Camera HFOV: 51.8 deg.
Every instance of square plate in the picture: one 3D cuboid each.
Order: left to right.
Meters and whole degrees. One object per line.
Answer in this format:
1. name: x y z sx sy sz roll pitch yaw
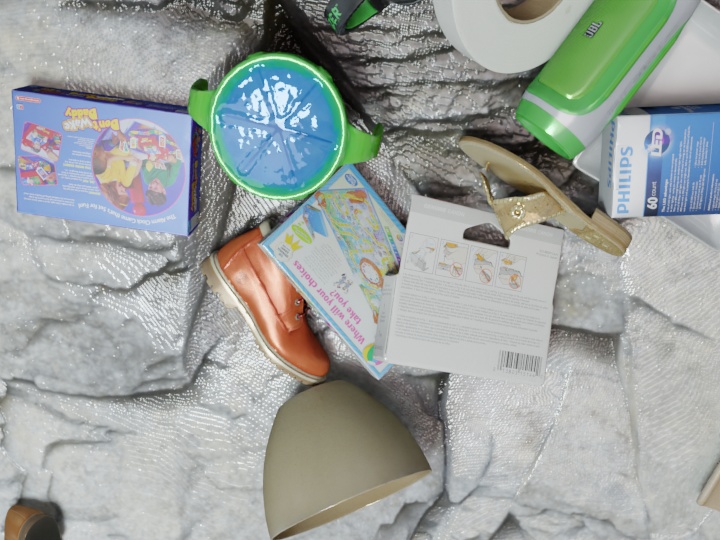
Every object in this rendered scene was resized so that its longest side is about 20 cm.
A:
1. square plate: 0.356 -0.150 0.778 0.198 0.029 0.200 28 109 -6

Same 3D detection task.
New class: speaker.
1. speaker: 0.238 -0.210 0.712 0.088 0.089 0.201 35 100 -9

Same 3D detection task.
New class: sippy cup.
1. sippy cup: -0.074 -0.154 0.751 0.139 0.131 0.178 -39 103 15

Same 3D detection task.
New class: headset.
1. headset: 0.040 -0.309 0.701 0.199 0.123 0.094 -39 95 -3

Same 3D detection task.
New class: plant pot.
1. plant pot: -0.032 0.209 0.865 0.198 0.200 0.136 -27 70 13

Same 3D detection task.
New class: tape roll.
1. tape roll: 0.154 -0.285 0.680 0.200 0.037 0.206 -21 132 -24

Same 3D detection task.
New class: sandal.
1. sandal: 0.180 -0.058 0.778 0.210 0.078 0.070 32 85 0

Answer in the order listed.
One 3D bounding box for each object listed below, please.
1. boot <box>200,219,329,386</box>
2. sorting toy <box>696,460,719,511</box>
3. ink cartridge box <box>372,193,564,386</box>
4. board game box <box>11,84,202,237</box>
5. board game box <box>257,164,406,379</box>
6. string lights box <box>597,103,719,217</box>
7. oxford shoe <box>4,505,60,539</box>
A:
1. boot: -0.082 0.039 0.854 0.107 0.075 0.201 -35 103 10
2. sorting toy: 0.531 0.234 0.903 0.196 0.037 0.188 18 110 -7
3. ink cartridge box: 0.122 0.025 0.820 0.196 0.045 0.180 11 86 -19
4. board game box: -0.278 -0.121 0.822 0.196 0.045 0.137 8 110 1
5. board game box: 0.000 0.000 0.824 0.134 0.034 0.201 -43 103 -10
6. string lights box: 0.347 -0.112 0.746 0.196 0.059 0.105 -1 110 5
7. oxford shoe: -0.452 0.408 1.023 0.070 0.071 0.204 17 113 27
